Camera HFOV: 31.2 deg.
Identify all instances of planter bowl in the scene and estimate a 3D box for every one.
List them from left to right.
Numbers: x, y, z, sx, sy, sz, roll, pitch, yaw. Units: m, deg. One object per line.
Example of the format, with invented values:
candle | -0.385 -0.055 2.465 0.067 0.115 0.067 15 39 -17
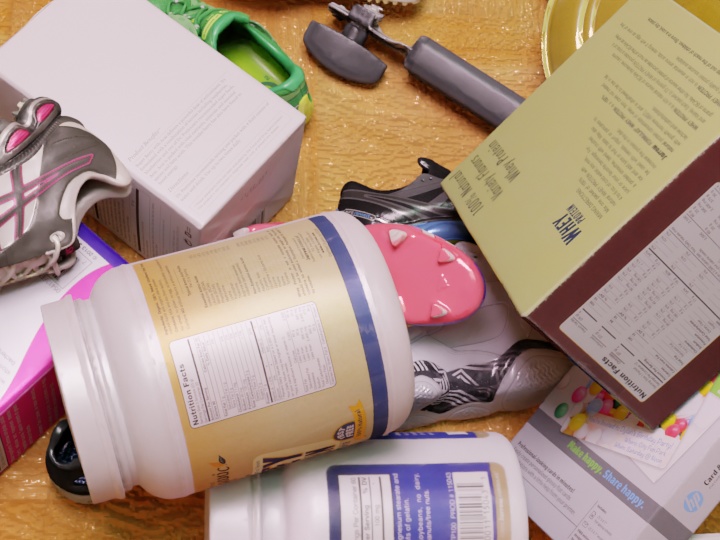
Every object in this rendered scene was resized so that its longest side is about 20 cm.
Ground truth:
planter bowl | 0.253 -0.184 1.040 0.199 0.083 0.201 2 83 -17

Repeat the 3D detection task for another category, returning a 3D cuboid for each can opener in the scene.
can opener | 0.051 -0.161 1.059 0.199 0.053 0.067 29 97 7

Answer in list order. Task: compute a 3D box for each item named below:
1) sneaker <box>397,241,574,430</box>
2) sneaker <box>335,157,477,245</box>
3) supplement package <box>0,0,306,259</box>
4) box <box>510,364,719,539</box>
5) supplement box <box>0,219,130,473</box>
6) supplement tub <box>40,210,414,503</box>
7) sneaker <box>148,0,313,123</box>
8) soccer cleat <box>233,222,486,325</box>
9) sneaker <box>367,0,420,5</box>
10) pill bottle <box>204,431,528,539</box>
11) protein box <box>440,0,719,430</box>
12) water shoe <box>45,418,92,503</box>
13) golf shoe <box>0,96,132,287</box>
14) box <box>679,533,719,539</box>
sneaker | 0.052 0.048 0.938 0.199 0.075 0.115 -6 64 -17
sneaker | 0.077 -0.051 0.990 0.199 0.071 0.083 -6 67 -11
supplement package | -0.157 -0.101 0.948 0.200 0.120 0.121 37 65 9
box | 0.190 0.100 0.854 0.041 0.156 0.200 41 90 -28
supplement box | -0.249 0.060 0.864 0.101 0.103 0.200 40 63 11
supplement tub | -0.081 0.054 0.782 0.199 0.145 0.145 -15 67 -13
sneaker | -0.118 -0.185 1.016 0.200 0.084 0.074 32 64 8
soccer cleat | 0.000 0.000 0.909 0.199 0.076 0.067 6 88 25
sneaker | -0.036 -0.277 1.061 0.199 0.090 0.075 3 26 -15
pill bottle | -0.001 0.166 0.843 0.199 0.120 0.120 1 64 -9
protein box | 0.189 -0.047 0.846 0.200 0.199 0.135 -44 118 12
water shoe | -0.125 0.086 0.884 0.200 0.079 0.072 -39 76 -24
golf shoe | -0.227 -0.021 0.811 0.088 0.077 0.200 33 64 1
box | 0.243 0.281 0.823 0.097 0.125 0.201 0 64 -9
